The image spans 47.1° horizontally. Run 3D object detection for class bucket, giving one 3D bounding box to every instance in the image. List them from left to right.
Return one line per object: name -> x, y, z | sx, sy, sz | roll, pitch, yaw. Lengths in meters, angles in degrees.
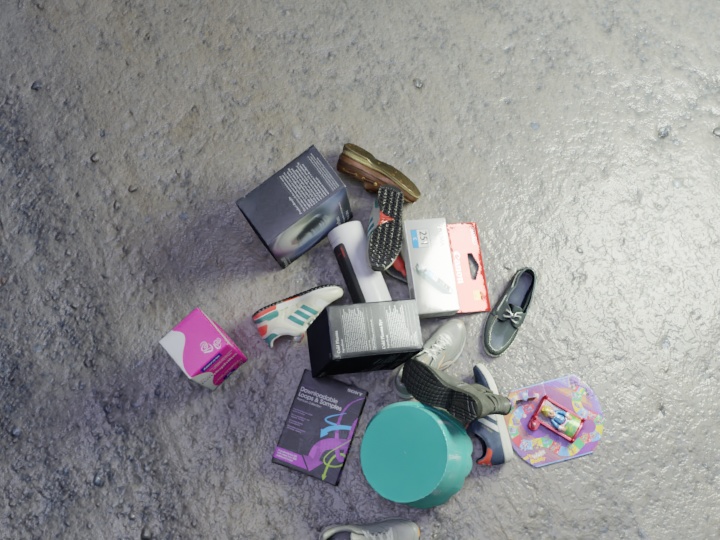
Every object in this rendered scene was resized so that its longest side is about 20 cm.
bucket -> 0.103, 0.351, 1.578 | 0.205, 0.135, 0.210 | -6, 73, 21

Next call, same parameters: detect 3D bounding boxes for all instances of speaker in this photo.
speaker -> 0.000, 0.000, 1.735 | 0.080, 0.081, 0.202 | -21, 75, -1

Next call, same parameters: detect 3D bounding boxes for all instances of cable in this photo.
cable -> 0.116, 0.020, 1.735 | 0.096, 0.050, 0.201 | -28, 73, -4

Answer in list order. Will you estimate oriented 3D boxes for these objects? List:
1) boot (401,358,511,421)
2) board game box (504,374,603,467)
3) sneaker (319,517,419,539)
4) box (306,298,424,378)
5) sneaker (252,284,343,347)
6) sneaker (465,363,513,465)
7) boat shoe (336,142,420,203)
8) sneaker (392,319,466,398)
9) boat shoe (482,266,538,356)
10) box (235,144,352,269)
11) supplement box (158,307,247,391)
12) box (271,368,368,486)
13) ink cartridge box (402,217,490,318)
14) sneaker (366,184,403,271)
boot -> 0.183, 0.233, 1.589 | 0.199, 0.130, 0.068 | 28, 104, 37
board game box -> 0.387, 0.298, 1.645 | 0.198, 0.039, 0.160 | -14, 74, 1
sneaker -> 0.016, 0.518, 1.580 | 0.198, 0.092, 0.077 | -8, 75, 2
box -> 0.003, 0.134, 1.613 | 0.180, 0.200, 0.105 | -5, 74, -17
sneaker -> -0.121, 0.096, 1.727 | 0.198, 0.070, 0.094 | -20, 92, -4
sneaker -> 0.238, 0.288, 1.642 | 0.084, 0.075, 0.202 | -13, 74, -1
boat shoe -> 0.038, -0.200, 1.799 | 0.199, 0.072, 0.068 | 32, 112, 4
sneaker -> 0.144, 0.176, 1.670 | 0.076, 0.092, 0.200 | 40, 80, 14
boat shoe -> 0.309, 0.081, 1.698 | 0.072, 0.062, 0.201 | 27, 80, 8
box -> -0.131, -0.125, 1.718 | 0.198, 0.200, 0.124 | -36, 76, -5
supplement box -> -0.311, 0.161, 1.653 | 0.101, 0.200, 0.103 | -42, 76, -7
box -> -0.081, 0.317, 1.679 | 0.141, 0.036, 0.202 | 17, 76, 9
ink cartridge box -> 0.181, -0.009, 1.716 | 0.174, 0.045, 0.202 | -5, 75, -13
sneaker -> 0.049, -0.076, 1.730 | 0.069, 0.094, 0.202 | 10, 63, -5
